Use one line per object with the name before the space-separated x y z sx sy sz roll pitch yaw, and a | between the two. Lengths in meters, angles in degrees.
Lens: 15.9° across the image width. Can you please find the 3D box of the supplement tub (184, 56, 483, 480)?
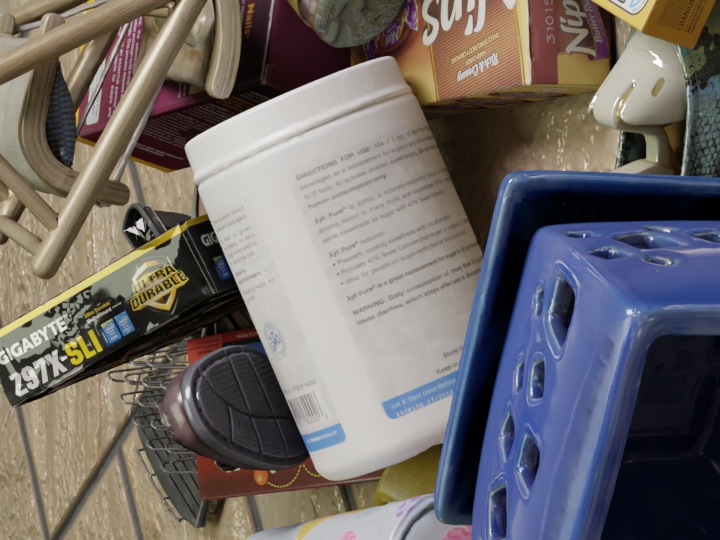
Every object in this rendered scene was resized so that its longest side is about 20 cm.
supplement tub | 0.000 0.000 1.391 0.132 0.131 0.201 -22 90 61

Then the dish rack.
dish rack | -0.130 0.072 1.781 0.154 0.054 0.201 54 137 49

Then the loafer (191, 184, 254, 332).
loafer | -0.068 -0.053 1.646 0.063 0.072 0.201 -38 55 51

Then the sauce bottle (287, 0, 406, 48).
sauce bottle | -0.043 -0.206 1.458 0.200 0.064 0.065 56 138 39

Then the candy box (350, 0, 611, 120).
candy box | 0.062 -0.148 1.403 0.200 0.056 0.118 -3 88 64

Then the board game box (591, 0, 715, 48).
board game box | 0.117 -0.218 1.239 0.200 0.040 0.154 39 111 44

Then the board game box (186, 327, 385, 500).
board game box | -0.030 0.081 1.562 0.199 0.019 0.104 -12 82 44

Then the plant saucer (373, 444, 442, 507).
plant saucer | 0.057 0.204 1.407 0.200 0.048 0.201 22 110 55

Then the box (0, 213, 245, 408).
box | -0.105 0.009 1.512 0.159 0.200 0.050 -27 88 29

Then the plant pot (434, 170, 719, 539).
plant pot | 0.143 0.064 1.110 0.180 0.199 0.201 -128 44 -57

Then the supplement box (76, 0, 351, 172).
supplement box | -0.084 -0.137 1.585 0.199 0.085 0.111 -11 68 48

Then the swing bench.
swing bench | -0.163 -0.117 1.445 0.200 0.130 0.199 -44 16 -7

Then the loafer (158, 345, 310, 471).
loafer | -0.059 0.082 1.434 0.063 0.200 0.072 -25 81 26

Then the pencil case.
pencil case | 0.000 0.173 1.375 0.200 0.083 0.091 -22 79 57

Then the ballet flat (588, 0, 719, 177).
ballet flat | 0.140 -0.054 1.242 0.074 0.074 0.201 18 107 61
